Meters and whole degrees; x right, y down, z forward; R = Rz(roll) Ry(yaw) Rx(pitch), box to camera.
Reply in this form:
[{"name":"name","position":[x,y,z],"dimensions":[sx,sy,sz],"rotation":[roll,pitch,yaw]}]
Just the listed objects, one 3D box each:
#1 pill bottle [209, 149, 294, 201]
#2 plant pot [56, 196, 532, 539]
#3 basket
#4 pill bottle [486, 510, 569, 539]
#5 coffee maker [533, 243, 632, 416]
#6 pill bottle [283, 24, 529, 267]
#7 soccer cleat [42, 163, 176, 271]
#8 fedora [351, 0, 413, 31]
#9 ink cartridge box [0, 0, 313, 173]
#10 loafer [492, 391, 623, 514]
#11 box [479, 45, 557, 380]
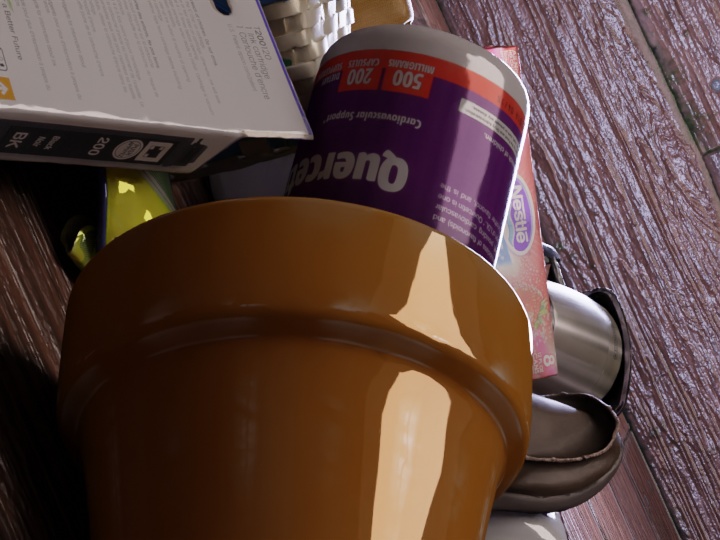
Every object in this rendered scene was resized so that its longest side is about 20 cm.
[{"name":"pill bottle","position":[-0.028,-0.069,1.371],"dimensions":[0.110,0.109,0.200],"rotation":[65,11,0]},{"name":"plant pot","position":[-0.030,0.103,0.824],"dimensions":[0.200,0.199,0.184],"rotation":[53,32,-48]},{"name":"basket","position":[-0.084,-0.154,1.111],"dimensions":[0.139,0.175,0.202],"rotation":[-34,110,-73]},{"name":"pill bottle","position":[0.066,0.164,1.222],"dimensions":[0.115,0.114,0.200],"rotation":[60,9,-26]},{"name":"coffee maker","position":[0.072,0.061,1.494],"dimensions":[0.199,0.192,0.135],"rotation":[25,31,-47]},{"name":"pill bottle","position":[0.013,-0.013,1.018],"dimensions":[0.113,0.112,0.201],"rotation":[49,50,-56]},{"name":"soccer cleat","position":[-0.110,-0.001,1.003],"dimensions":[0.084,0.064,0.201],"rotation":[-34,106,-49]},{"name":"fedora","position":[-0.033,-0.167,1.314],"dimensions":[0.082,0.199,0.201],"rotation":[65,11,0]},{"name":"ink cartridge box","position":[-0.134,-0.140,0.969],"dimensions":[0.199,0.043,0.199],"rotation":[2,59,-45]},{"name":"loafer","position":[0.075,0.093,1.151],"dimensions":[0.199,0.071,0.073],"rotation":[-7,32,-38]},{"name":"box","position":[0.043,-0.028,1.230],"dimensions":[0.094,0.102,0.202],"rotation":[-9,91,-36]}]
